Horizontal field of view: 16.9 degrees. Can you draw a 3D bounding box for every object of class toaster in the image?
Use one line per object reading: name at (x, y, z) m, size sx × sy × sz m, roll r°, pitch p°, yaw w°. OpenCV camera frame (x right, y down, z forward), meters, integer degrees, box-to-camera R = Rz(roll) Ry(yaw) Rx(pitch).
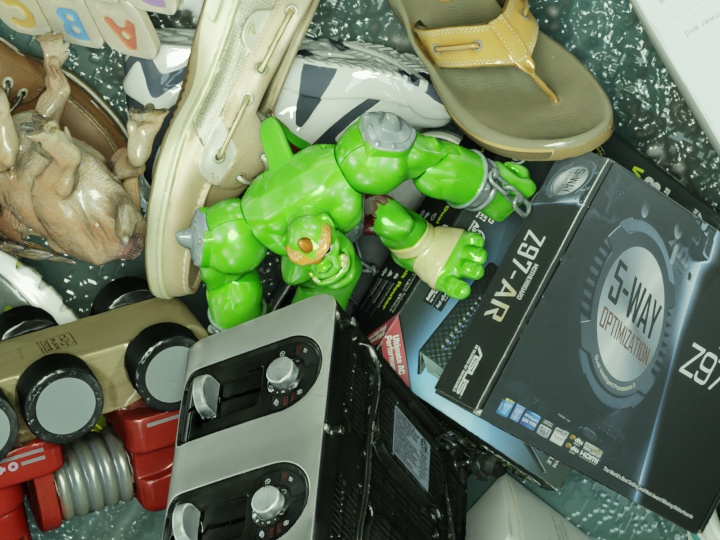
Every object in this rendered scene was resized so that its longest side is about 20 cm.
toaster at (-0.020, 0.141, 1.315) m, size 0.118 × 0.181 × 0.200 m, roll -15°, pitch 138°, yaw 25°

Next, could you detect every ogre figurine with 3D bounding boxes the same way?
ogre figurine at (-0.016, -0.022, 1.331) m, size 0.199 × 0.098 × 0.120 m, roll -13°, pitch 146°, yaw 28°

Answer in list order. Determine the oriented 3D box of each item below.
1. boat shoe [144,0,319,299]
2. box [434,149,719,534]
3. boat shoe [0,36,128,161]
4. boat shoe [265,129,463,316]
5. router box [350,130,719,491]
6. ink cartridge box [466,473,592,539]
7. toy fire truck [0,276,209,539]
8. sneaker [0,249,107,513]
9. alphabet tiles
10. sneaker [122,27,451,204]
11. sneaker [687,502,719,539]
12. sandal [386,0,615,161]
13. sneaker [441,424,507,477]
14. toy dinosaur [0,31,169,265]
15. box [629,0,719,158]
boat shoe at (-0.071, -0.076, 1.357) m, size 0.065 × 0.072 × 0.201 m, roll 16°, pitch 95°, yaw 6°
box at (0.157, 0.043, 1.387) m, size 0.200 × 0.043 × 0.161 m, roll 31°, pitch 87°, yaw -35°
boat shoe at (-0.221, -0.104, 1.419) m, size 0.200 × 0.068 × 0.072 m, roll 33°, pitch 101°, yaw -11°
boat shoe at (0.000, 0.000, 1.459) m, size 0.075 × 0.062 × 0.200 m, roll 42°, pitch 100°, yaw -10°
router box at (0.100, 0.007, 1.422) m, size 0.150 × 0.062 × 0.200 m, roll 34°, pitch 85°, yaw -22°
ink cartridge box at (0.120, 0.255, 1.493) m, size 0.200 × 0.145 × 0.145 m, roll 39°, pitch 103°, yaw -12°
toy fire truck at (-0.158, 0.131, 1.394) m, size 0.175 × 0.129 × 0.201 m, roll -16°, pitch 117°, yaw -18°
sneaker at (-0.197, 0.065, 1.454) m, size 0.085 × 0.074 × 0.200 m, roll -42°, pitch 104°, yaw -12°
alphabet tiles at (-0.191, -0.194, 1.343) m, size 0.199 × 0.015 × 0.196 m, roll 14°, pitch 146°, yaw 31°
sneaker at (-0.043, -0.068, 1.429) m, size 0.198 × 0.080 × 0.130 m, roll 4°, pitch 107°, yaw -3°
sneaker at (0.241, 0.179, 1.501) m, size 0.070 × 0.093 × 0.200 m, roll -18°, pitch 106°, yaw 4°
sandal at (0.068, -0.138, 1.365) m, size 0.080 × 0.200 × 0.054 m, roll -27°, pitch 150°, yaw -10°
sneaker at (0.006, 0.132, 1.492) m, size 0.200 × 0.071 × 0.098 m, roll -30°, pitch 103°, yaw 6°
toy dinosaur at (-0.167, -0.040, 1.347) m, size 0.086 × 0.200 × 0.136 m, roll -23°, pitch 131°, yaw -36°
box at (0.265, -0.160, 1.383) m, size 0.199 × 0.131 × 0.200 m, roll -31°, pitch 104°, yaw 7°
